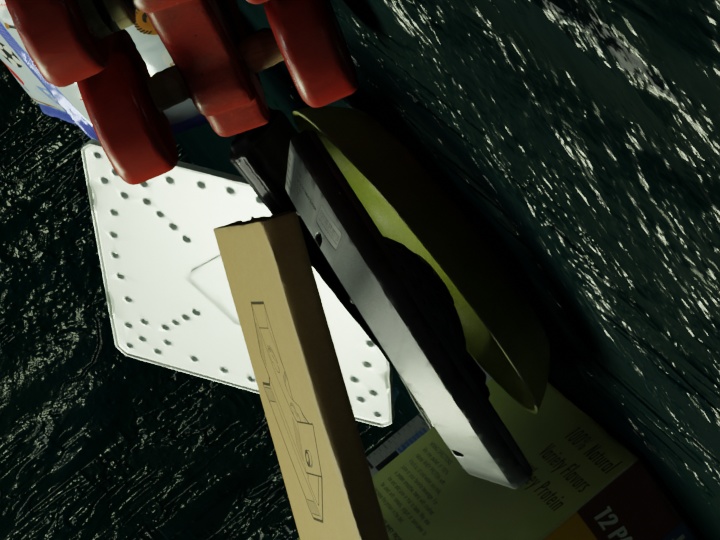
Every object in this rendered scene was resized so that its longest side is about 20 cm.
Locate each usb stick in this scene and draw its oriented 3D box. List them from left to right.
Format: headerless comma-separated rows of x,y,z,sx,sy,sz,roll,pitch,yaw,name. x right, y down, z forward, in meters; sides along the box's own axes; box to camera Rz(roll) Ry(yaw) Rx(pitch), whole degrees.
0.000,0.000,1.283,0.200,0.033,0.056,52,-160,-11,usb stick

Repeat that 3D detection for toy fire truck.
-0.088,-0.148,1.020,0.200,0.111,0.169,59,-170,-59,toy fire truck

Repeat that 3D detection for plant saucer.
0.038,-0.013,1.250,0.200,0.031,0.200,50,175,6,plant saucer

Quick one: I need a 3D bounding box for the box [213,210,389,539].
-0.029,0.069,1.262,0.163,0.021,0.202,177,78,-78,box

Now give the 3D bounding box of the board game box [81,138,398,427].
-0.071,0.004,1.532,0.198,0.026,0.201,15,141,16,board game box

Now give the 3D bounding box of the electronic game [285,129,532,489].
0.024,0.019,1.167,0.201,0.041,0.200,57,-178,-2,electronic game

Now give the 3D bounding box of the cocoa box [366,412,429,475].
0.096,0.212,1.912,0.200,0.131,0.133,52,177,-9,cocoa box

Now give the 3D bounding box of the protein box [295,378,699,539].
0.079,0.185,1.345,0.135,0.200,0.199,52,176,-20,protein box

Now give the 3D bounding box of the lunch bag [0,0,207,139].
-0.174,-0.174,1.517,0.199,0.124,0.170,21,153,53,lunch bag

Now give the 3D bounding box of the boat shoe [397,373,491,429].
0.023,0.037,1.593,0.200,0.071,0.072,51,176,0,boat shoe
